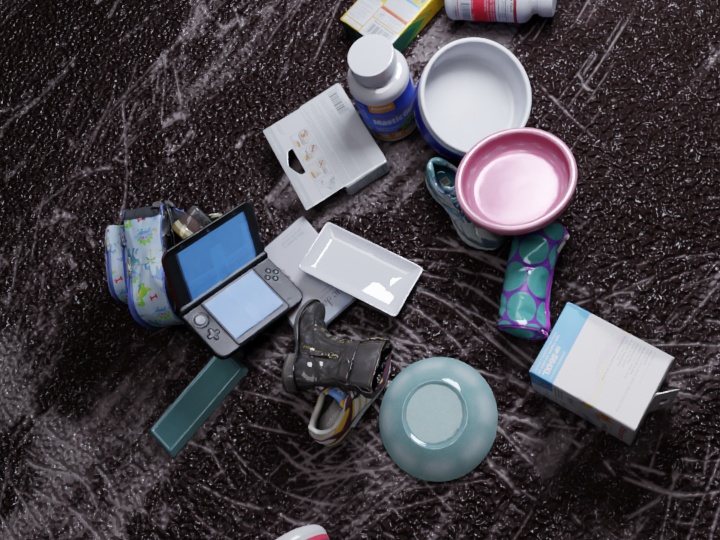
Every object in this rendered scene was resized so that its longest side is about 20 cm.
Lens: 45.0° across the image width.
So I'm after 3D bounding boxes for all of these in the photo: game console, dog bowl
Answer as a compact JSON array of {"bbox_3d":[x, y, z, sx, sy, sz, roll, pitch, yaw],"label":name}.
[{"bbox_3d":[-0.209,0.015,1.459,0.172,0.119,0.199,43,57,17],"label":"game console"},{"bbox_3d":[0.192,-0.294,1.515,0.196,0.079,0.204,1,85,-8],"label":"dog bowl"}]

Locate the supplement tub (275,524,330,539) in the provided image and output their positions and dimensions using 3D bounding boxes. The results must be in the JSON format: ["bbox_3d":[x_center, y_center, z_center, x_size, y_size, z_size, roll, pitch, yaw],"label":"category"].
[{"bbox_3d":[-0.073,0.503,1.305,0.139,0.141,0.202,-33,66,1],"label":"supplement tub"}]

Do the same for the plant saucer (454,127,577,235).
[{"bbox_3d":[0.254,-0.139,1.417,0.197,0.051,0.204,-9,59,14],"label":"plant saucer"}]

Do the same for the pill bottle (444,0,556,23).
[{"bbox_3d":[0.260,-0.516,1.601,0.196,0.112,0.114,8,72,16],"label":"pill bottle"}]

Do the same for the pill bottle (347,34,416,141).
[{"bbox_3d":[0.039,-0.324,1.540,0.110,0.200,0.114,-5,69,13],"label":"pill bottle"}]

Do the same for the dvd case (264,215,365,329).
[{"bbox_3d":[-0.100,0.015,1.553,0.142,0.018,0.201,-40,67,-3],"label":"dvd case"}]

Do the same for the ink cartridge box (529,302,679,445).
[{"bbox_3d":[0.374,0.164,1.318,0.198,0.129,0.126,29,80,22],"label":"ink cartridge box"}]

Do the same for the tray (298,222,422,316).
[{"bbox_3d":[0.000,0.000,1.516,0.198,0.022,0.108,26,65,16],"label":"tray"}]

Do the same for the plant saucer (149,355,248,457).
[{"bbox_3d":[-0.287,0.228,1.526,0.070,0.019,0.201,38,84,23],"label":"plant saucer"}]

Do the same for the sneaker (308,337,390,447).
[{"bbox_3d":[-0.015,0.195,1.427,0.074,0.090,0.202,26,79,21],"label":"sneaker"}]

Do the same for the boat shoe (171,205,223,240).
[{"bbox_3d":[-0.252,-0.066,1.518,0.072,0.200,0.066,44,98,21],"label":"boat shoe"}]

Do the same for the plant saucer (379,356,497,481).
[{"bbox_3d":[0.122,0.235,1.406,0.197,0.039,0.205,-5,69,13],"label":"plant saucer"}]

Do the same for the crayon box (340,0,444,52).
[{"bbox_3d":[0.074,-0.513,1.681,0.125,0.052,0.200,40,85,23],"label":"crayon box"}]

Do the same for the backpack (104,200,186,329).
[{"bbox_3d":[-0.358,0.001,1.538,0.144,0.183,0.204,-10,78,14],"label":"backpack"}]

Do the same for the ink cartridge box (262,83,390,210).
[{"bbox_3d":[-0.064,-0.224,1.617,0.172,0.044,0.202,-31,67,3],"label":"ink cartridge box"}]

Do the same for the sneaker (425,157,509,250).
[{"bbox_3d":[0.175,-0.115,1.492,0.077,0.086,0.200,-41,66,-2],"label":"sneaker"}]

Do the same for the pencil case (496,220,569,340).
[{"bbox_3d":[0.283,0.011,1.421,0.091,0.085,0.204,5,72,30],"label":"pencil case"}]

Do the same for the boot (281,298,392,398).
[{"bbox_3d":[-0.028,0.127,1.415,0.171,0.070,0.202,-5,47,21],"label":"boot"}]
